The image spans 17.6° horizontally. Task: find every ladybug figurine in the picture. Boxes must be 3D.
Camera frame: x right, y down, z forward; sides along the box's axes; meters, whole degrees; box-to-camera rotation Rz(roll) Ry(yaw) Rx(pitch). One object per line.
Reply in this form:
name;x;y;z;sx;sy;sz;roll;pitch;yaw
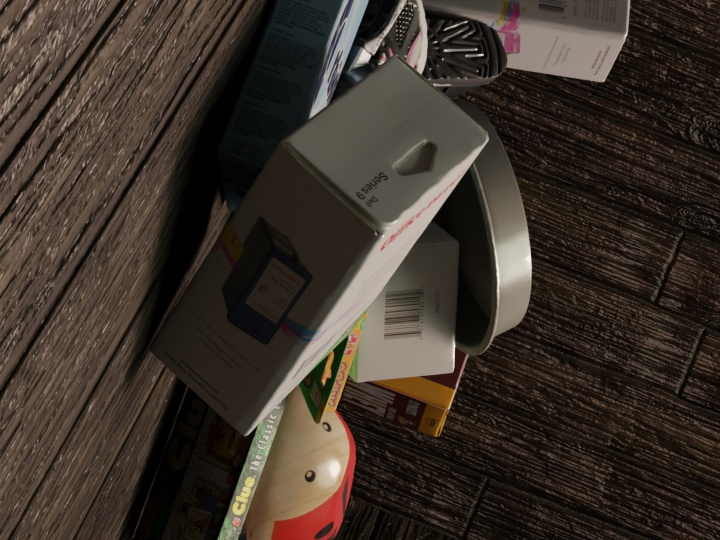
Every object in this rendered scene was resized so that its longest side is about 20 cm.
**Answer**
ladybug figurine;-0.045;0.167;1.854;0.200;0.071;0.137;90;16;-69

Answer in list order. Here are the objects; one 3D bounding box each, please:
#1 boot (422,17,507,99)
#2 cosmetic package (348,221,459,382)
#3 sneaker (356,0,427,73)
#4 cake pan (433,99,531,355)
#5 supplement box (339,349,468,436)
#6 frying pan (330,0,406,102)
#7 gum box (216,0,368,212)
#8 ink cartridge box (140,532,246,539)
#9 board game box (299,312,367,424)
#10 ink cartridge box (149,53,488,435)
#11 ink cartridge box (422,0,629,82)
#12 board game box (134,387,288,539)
boot;-0.003;-0.133;1.822;0.200;0.164;0.066;-35;-127;54
cosmetic package;0.000;0.000;1.780;0.200;0.084;0.109;-134;-137;-62
sneaker;0.005;-0.131;1.657;0.086;0.080;0.202;-21;108;-80
cake pan;0.076;-0.039;1.730;0.200;0.036;0.202;166;-90;-74
supplement box;0.022;0.026;2.265;0.133;0.196;0.201;100;10;-74
frying pan;-0.001;-0.122;1.595;0.190;0.115;0.031;-49;141;16
gum box;-0.036;-0.142;1.504;0.170;0.044;0.201;94;17;-80
ink cartridge box;-0.150;0.280;1.831;0.200;0.084;0.146;-44;154;-85
board game box;-0.039;0.013;1.728;0.201;0.030;0.096;-110;-150;-46
ink cartridge box;-0.025;-0.016;1.428;0.145;0.087;0.200;-43;172;-49
ink cartridge box;0.110;-0.243;1.837;0.085;0.198;0.146;112;-13;-67
board game box;-0.101;0.118;1.712;0.105;0.023;0.202;18;-92;56
